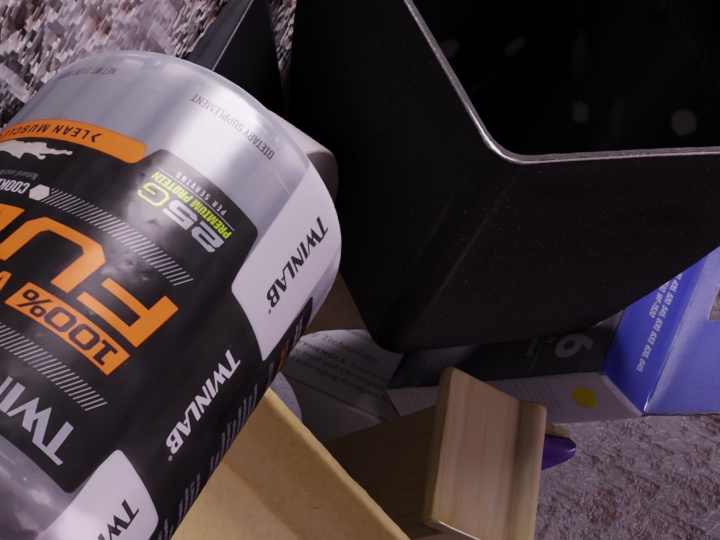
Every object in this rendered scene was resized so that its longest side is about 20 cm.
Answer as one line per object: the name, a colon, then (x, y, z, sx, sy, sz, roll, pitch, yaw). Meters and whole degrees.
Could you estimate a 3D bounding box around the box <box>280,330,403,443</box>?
box: (0.002, 0.114, 1.036, 0.171, 0.200, 0.199, -56, 167, -53)

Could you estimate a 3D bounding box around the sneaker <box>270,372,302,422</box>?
sneaker: (-0.086, 0.142, 0.813, 0.115, 0.075, 0.200, -43, -151, 31)

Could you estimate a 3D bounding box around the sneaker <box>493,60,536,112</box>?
sneaker: (0.060, -0.099, 0.967, 0.200, 0.077, 0.111, -59, 170, 20)

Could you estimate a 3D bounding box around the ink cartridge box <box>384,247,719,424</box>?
ink cartridge box: (0.135, 0.006, 0.901, 0.047, 0.200, 0.198, 56, 44, -26)

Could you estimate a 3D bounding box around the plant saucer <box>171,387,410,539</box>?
plant saucer: (-0.077, 0.159, 0.677, 0.200, 0.200, 0.048, -51, -154, -23)

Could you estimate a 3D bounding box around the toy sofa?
toy sofa: (0.017, 0.126, 0.834, 0.200, 0.098, 0.083, -24, -134, 47)

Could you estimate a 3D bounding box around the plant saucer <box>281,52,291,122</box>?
plant saucer: (0.007, -0.140, 0.908, 0.200, 0.032, 0.200, -61, 171, -17)

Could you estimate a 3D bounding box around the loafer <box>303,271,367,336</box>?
loafer: (0.000, 0.000, 0.879, 0.200, 0.067, 0.076, -21, 139, -21)

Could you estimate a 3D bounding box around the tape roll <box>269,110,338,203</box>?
tape roll: (-0.082, 0.019, 0.711, 0.203, 0.037, 0.203, -52, 168, -15)

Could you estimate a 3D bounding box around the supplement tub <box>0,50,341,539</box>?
supplement tub: (-0.099, 0.034, 0.486, 0.200, 0.122, 0.123, -58, 169, -38)

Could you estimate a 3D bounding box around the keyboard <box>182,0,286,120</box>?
keyboard: (-0.072, -0.047, 0.747, 0.127, 0.021, 0.200, -63, 170, -17)

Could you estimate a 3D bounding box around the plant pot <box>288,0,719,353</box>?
plant pot: (0.070, -0.070, 0.782, 0.199, 0.200, 0.178, -5, 143, -31)
